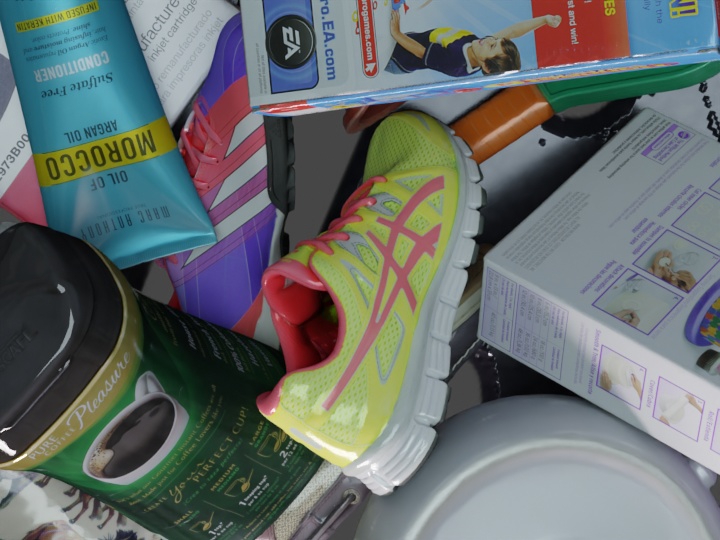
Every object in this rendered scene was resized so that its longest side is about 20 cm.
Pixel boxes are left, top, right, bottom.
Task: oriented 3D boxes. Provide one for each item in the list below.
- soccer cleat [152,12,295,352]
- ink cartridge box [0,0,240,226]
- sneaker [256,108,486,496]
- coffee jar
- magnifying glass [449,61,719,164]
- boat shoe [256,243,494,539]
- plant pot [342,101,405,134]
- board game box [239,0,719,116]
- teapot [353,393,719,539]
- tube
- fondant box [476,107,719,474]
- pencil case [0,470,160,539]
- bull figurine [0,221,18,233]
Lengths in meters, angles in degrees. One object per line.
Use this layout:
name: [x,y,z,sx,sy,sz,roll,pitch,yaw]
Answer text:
soccer cleat: [-0.068,-0.035,1.132,0.073,0.068,0.200,-1,129,-4]
ink cartridge box: [-0.175,-0.124,1.146,0.200,0.084,0.145,36,94,-5]
sneaker: [0.000,0.000,1.104,0.090,0.078,0.201,22,53,-18]
coffee jar: [-0.109,0.056,1.078,0.104,0.085,0.200,-47,139,9]
magnifying glass: [0.108,-0.099,1.175,0.200,0.022,0.080,-32,65,7]
boat shoe: [0.008,0.071,1.183,0.200,0.072,0.065,-45,110,-1]
plant pot: [0.008,-0.202,1.097,0.201,0.201,0.195,-40,87,3]
board game box: [0.044,-0.173,0.966,0.195,0.056,0.201,-6,89,17]
teapot: [0.083,0.143,1.150,0.199,0.146,0.198,6,97,-8]
tube: [-0.131,-0.097,1.088,0.077,0.050,0.201,-14,102,9]
fondant box: [0.175,0.019,1.102,0.200,0.144,0.058,29,139,26]
pencil case: [-0.185,0.091,1.172,0.200,0.078,0.089,40,118,-4]
bull figurine: [-0.244,-0.017,1.121,0.121,0.200,0.065,-33,141,-23]
